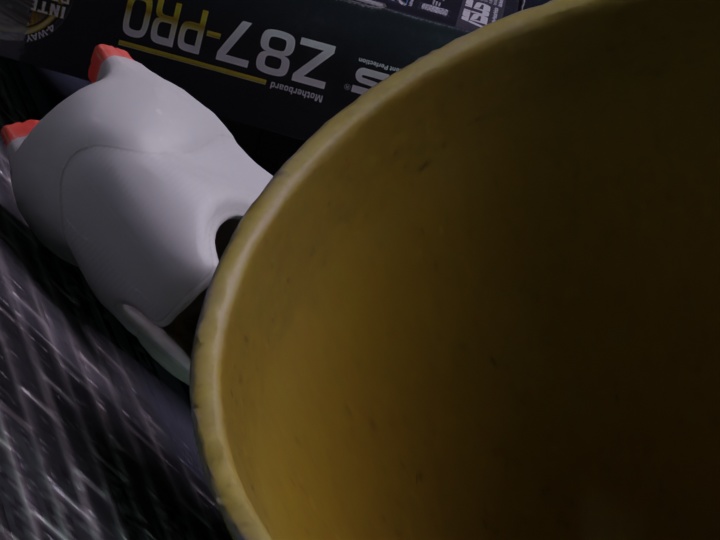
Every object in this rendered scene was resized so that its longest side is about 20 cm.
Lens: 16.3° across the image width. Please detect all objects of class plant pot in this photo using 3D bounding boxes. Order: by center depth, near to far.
[{"bbox_3d":[0.078,0.056,0.496,0.200,0.199,0.143,52,-19,47],"label":"plant pot"}]

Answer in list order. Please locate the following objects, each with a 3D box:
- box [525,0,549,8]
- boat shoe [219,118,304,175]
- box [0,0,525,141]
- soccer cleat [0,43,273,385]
[{"bbox_3d":[0.044,-0.078,1.104,0.199,0.104,0.148,0,-47,51],"label":"box"},{"bbox_3d":[0.000,0.000,0.807,0.200,0.074,0.073,47,4,-23],"label":"boat shoe"},{"bbox_3d":[-0.029,-0.090,0.762,0.160,0.049,0.200,18,18,-1],"label":"box"},{"bbox_3d":[-0.018,0.008,0.641,0.078,0.069,0.200,55,14,29],"label":"soccer cleat"}]
